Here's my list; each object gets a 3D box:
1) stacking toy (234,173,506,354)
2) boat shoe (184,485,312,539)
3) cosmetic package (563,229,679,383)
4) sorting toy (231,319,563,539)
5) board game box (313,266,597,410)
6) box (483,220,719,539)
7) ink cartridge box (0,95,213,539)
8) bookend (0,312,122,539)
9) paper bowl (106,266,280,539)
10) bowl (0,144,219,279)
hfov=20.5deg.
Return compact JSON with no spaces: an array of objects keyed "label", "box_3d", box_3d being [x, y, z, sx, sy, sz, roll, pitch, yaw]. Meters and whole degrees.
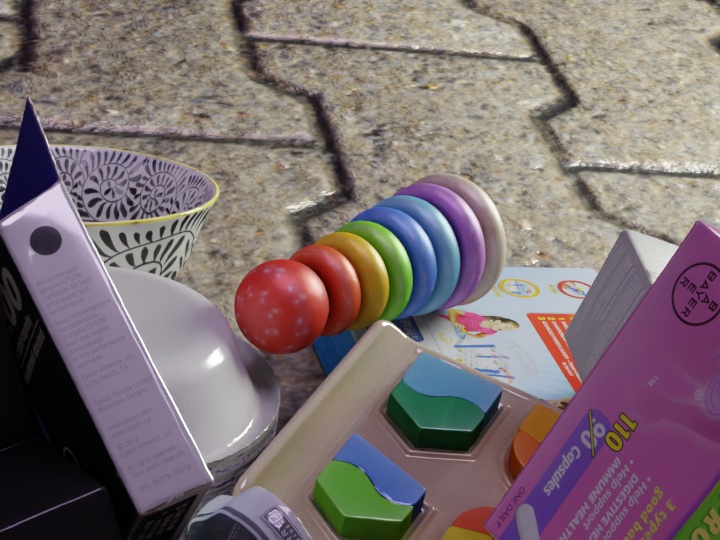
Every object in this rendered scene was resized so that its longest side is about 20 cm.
[{"label":"stacking toy","box_3d":[0.000,0.000,1.183,0.085,0.086,0.200,25,27,32]},{"label":"boat shoe","box_3d":[-0.065,0.146,0.942,0.057,0.200,0.069,-39,84,-17]},{"label":"cosmetic package","box_3d":[0.191,0.069,1.102,0.107,0.090,0.200,20,21,-18]},{"label":"sorting toy","box_3d":[0.057,0.117,1.076,0.200,0.037,0.185,28,43,14]},{"label":"board game box","box_3d":[0.084,0.064,1.252,0.195,0.056,0.200,2,26,-15]},{"label":"box","box_3d":[0.182,0.111,0.861,0.097,0.176,0.200,19,21,-46]},{"label":"ink cartridge box","box_3d":[-0.144,0.051,0.934,0.043,0.198,0.200,-19,72,-23]},{"label":"bookend","box_3d":[-0.183,0.091,0.879,0.092,0.199,0.200,-22,21,-25]},{"label":"paper bowl","box_3d":[-0.145,0.070,1.114,0.200,0.105,0.201,8,26,-4]},{"label":"bowl","box_3d":[-0.193,-0.012,1.266,0.200,0.095,0.201,4,16,-1]}]
